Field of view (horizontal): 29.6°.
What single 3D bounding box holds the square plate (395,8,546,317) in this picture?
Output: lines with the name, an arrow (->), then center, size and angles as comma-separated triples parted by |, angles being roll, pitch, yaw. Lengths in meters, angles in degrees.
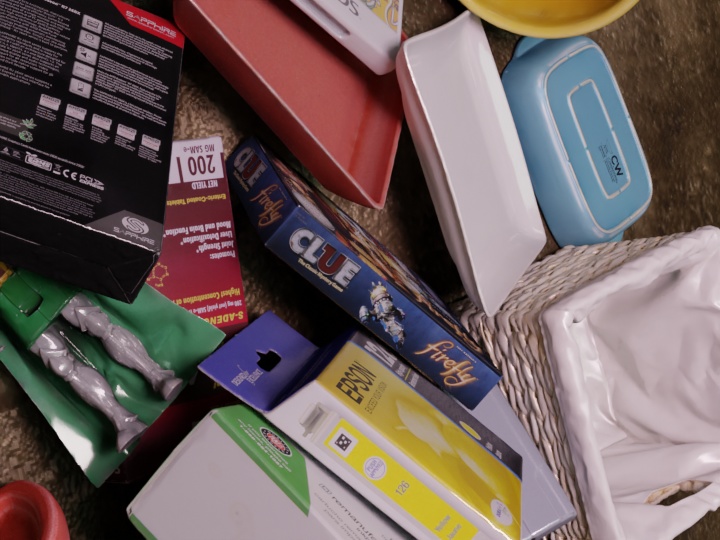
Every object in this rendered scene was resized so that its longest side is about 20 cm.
square plate -> 0.082, -0.086, 1.018 | 0.200, 0.028, 0.201 | -41, 116, -64

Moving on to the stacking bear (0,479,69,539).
stacking bear -> -0.163, 0.240, 0.794 | 0.122, 0.113, 0.201 | -49, 120, -29

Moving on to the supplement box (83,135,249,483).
supplement box -> -0.131, 0.023, 0.863 | 0.108, 0.061, 0.203 | -11, 94, -39

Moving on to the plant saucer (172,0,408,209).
plant saucer -> -0.044, -0.161, 0.921 | 0.200, 0.036, 0.201 | 46, 34, -26

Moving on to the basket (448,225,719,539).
basket -> 0.183, 0.092, 1.042 | 0.197, 0.160, 0.203 | -24, 101, -36

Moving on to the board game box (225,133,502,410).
board game box -> 0.000, 0.000, 0.926 | 0.035, 0.136, 0.200 | -46, 120, 7

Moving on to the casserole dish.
casserole dish -> 0.188, -0.108, 1.143 | 0.121, 0.039, 0.202 | -34, 108, -35

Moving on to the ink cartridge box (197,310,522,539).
ink cartridge box -> 0.012, 0.088, 0.826 | 0.199, 0.198, 0.047 | 41, 101, 1

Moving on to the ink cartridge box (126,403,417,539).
ink cartridge box -> -0.024, 0.150, 0.794 | 0.146, 0.200, 0.083 | 43, 100, 13

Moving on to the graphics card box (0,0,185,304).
graphics card box -> -0.169, -0.085, 0.775 | 0.124, 0.051, 0.202 | 20, 41, -22

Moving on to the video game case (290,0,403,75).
video game case -> -0.029, -0.264, 0.942 | 0.181, 0.023, 0.202 | 34, 48, -40

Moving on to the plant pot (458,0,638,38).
plant pot -> 0.163, -0.312, 1.053 | 0.202, 0.199, 0.189 | 56, 41, -20

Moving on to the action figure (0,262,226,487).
action figure -> -0.190, 0.016, 0.788 | 0.200, 0.055, 0.118 | 41, 91, 4

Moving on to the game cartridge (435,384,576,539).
game cartridge -> 0.033, 0.158, 0.932 | 0.198, 0.041, 0.134 | -27, 67, -17
